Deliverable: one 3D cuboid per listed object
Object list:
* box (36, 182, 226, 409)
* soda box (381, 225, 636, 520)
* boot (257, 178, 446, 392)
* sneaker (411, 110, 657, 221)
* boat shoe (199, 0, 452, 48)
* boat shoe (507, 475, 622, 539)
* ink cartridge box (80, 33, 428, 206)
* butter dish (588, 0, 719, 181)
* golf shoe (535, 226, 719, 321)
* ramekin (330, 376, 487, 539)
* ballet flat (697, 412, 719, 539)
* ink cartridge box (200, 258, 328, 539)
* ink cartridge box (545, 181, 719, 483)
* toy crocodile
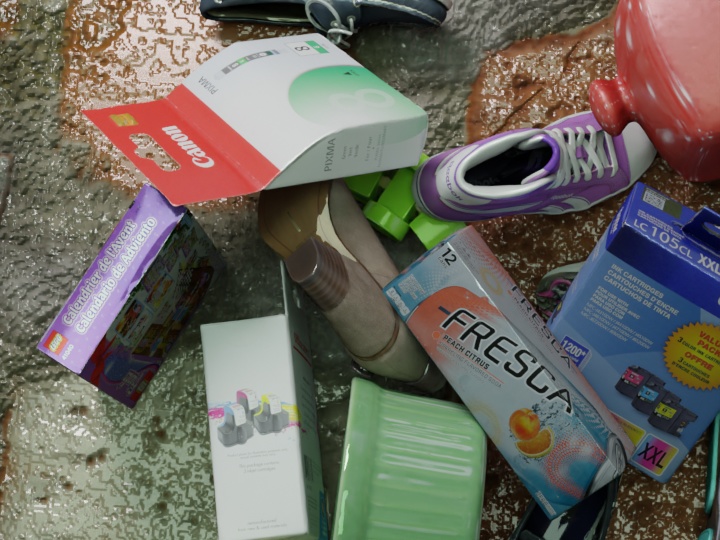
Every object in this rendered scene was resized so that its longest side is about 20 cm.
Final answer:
[{"bbox_3d":[-0.162,0.023,1.401,0.039,0.200,0.137,31,82,9],"label":"box"},{"bbox_3d":[0.104,0.069,1.335,0.064,0.068,0.200,-38,89,22],"label":"soda box"},{"bbox_3d":[0.000,0.000,1.403,0.070,0.146,0.200,-36,35,22],"label":"boot"},{"bbox_3d":[0.148,-0.078,1.417,0.200,0.114,0.073,-17,89,-20],"label":"sneaker"},{"bbox_3d":[-0.029,-0.207,1.501,0.199,0.075,0.062,12,78,9],"label":"boat shoe"},{"bbox_3d":[0.137,0.212,1.406,0.074,0.062,0.201,23,83,8],"label":"boat shoe"},{"bbox_3d":[-0.077,-0.113,1.380,0.199,0.050,0.161,-9,32,-31],"label":"ink cartridge box"},{"bbox_3d":[0.237,-0.141,1.398,0.147,0.200,0.200,-20,77,2],"label":"butter dish"},{"bbox_3d":[0.232,0.009,1.444,0.199,0.073,0.092,-3,35,16],"label":"golf shoe"},{"bbox_3d":[0.029,0.180,1.358,0.097,0.200,0.201,7,79,0],"label":"ramekin"},{"bbox_3d":[0.273,0.188,1.396,0.073,0.073,0.201,11,77,7],"label":"ballet flat"},{"bbox_3d":[-0.071,0.102,1.420,0.068,0.115,0.201,-7,77,5],"label":"ink cartridge box"},{"bbox_3d":[0.215,0.033,1.365,0.136,0.076,0.200,30,121,0],"label":"ink cartridge box"},{"bbox_3d":[0.001,-0.075,1.483,0.200,0.062,0.068,33,83,15],"label":"toy crocodile"}]
